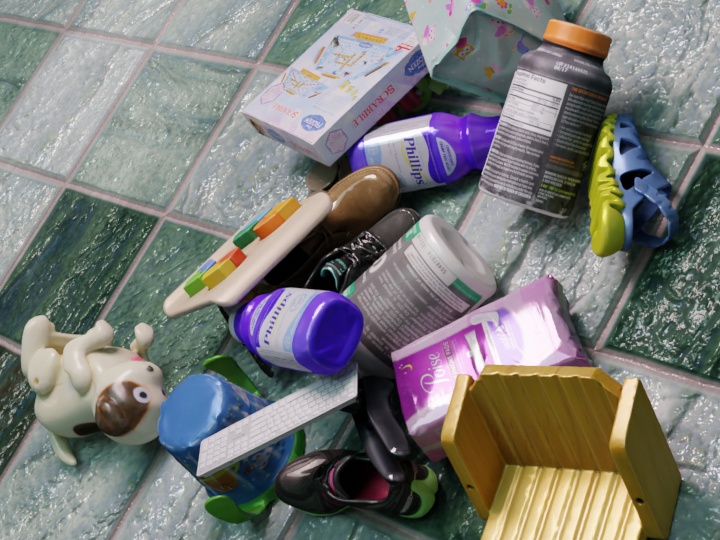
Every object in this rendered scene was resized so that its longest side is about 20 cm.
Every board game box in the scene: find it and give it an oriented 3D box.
[{"bbox_3d":[-0.023,-0.226,1.866,0.199,0.041,0.200,-44,32,-10],"label":"board game box"}]

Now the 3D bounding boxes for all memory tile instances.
[{"bbox_3d":[-0.018,-0.059,1.872,0.153,0.017,0.200,-9,54,35],"label":"memory tile"}]

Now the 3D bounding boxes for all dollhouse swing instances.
[{"bbox_3d":[0.163,0.213,1.423,0.200,0.182,0.176,0,40,39],"label":"dollhouse swing"}]

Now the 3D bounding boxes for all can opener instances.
[{"bbox_3d":[0.016,0.163,1.561,0.078,0.064,0.200,-5,23,-14],"label":"can opener"}]

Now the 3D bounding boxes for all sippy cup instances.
[{"bbox_3d":[-0.153,0.183,1.720,0.140,0.130,0.178,-50,42,-3],"label":"sippy cup"}]

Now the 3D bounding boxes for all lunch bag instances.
[{"bbox_3d":[0.166,-0.271,1.758,0.122,0.200,0.171,-55,33,32],"label":"lunch bag"}]

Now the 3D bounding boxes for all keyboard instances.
[{"bbox_3d":[-0.086,0.154,1.592,0.200,0.011,0.056,-28,36,18],"label":"keyboard"}]

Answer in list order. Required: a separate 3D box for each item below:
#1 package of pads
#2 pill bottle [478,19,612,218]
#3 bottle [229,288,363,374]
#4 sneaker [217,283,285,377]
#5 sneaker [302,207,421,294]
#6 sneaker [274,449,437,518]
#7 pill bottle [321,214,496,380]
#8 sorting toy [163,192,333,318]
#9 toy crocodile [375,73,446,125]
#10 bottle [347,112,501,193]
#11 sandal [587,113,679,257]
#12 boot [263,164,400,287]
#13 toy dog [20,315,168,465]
[{"bbox_3d":[0.134,0.100,1.574,0.200,0.076,0.121,-27,45,13],"label":"package of pads"},{"bbox_3d":[0.206,-0.165,1.653,0.106,0.106,0.201,26,100,47],"label":"pill bottle"},{"bbox_3d":[-0.075,0.061,1.632,0.200,0.065,0.084,5,66,59],"label":"bottle"},{"bbox_3d":[-0.115,0.047,1.841,0.090,0.078,0.200,-35,43,-7],"label":"sneaker"},{"bbox_3d":[0.000,0.000,1.746,0.075,0.079,0.200,34,73,26],"label":"sneaker"},{"bbox_3d":[-0.014,0.215,1.614,0.200,0.084,0.077,-7,63,36],"label":"sneaker"},{"bbox_3d":[0.041,0.044,1.669,0.200,0.113,0.113,-43,42,15],"label":"pill bottle"},{"bbox_3d":[-0.137,-0.021,1.776,0.185,0.037,0.200,-45,15,-22],"label":"sorting toy"},{"bbox_3d":[0.022,-0.206,1.907,0.200,0.068,0.062,-23,47,24],"label":"toy crocodile"},{"bbox_3d":[0.088,-0.140,1.792,0.199,0.084,0.065,-9,25,19],"label":"bottle"},{"bbox_3d":[0.285,-0.087,1.614,0.087,0.080,0.200,6,48,0],"label":"sandal"},{"bbox_3d":[-0.035,-0.045,1.793,0.200,0.074,0.075,-39,8,20],"label":"boot"},{"bbox_3d":[-0.317,0.149,1.877,0.200,0.139,0.194,11,80,43],"label":"toy dog"}]
